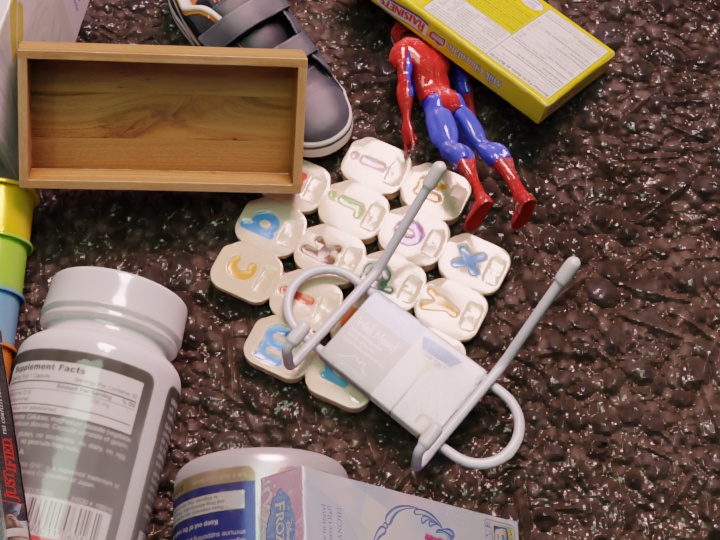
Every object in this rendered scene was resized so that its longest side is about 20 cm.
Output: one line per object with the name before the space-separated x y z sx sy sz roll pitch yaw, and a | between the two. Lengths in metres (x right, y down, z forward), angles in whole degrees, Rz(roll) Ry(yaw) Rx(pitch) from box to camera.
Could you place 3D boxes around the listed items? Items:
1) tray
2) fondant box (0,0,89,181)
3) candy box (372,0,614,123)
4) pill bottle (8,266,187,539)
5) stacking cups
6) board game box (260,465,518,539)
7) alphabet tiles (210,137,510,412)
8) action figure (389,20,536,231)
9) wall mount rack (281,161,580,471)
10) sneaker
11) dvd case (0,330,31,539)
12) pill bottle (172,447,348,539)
tray | -0.140 -0.109 1.056 0.199 0.037 0.099 1 110 -8
fondant box | -0.258 -0.181 1.088 0.058 0.144 0.201 10 67 5
candy box | 0.089 -0.197 1.141 0.200 0.026 0.102 39 51 16
pill bottle | -0.183 0.108 0.980 0.113 0.114 0.201 9 67 4
stacking cups | -0.260 0.036 1.043 0.060 0.061 0.201 -2 69 0
board game box | 0.024 0.235 0.894 0.043 0.199 0.201 -22 59 39
alphabet tiles | 0.000 0.000 1.079 0.195 0.015 0.200 24 69 10
action figure | 0.064 -0.114 1.105 0.065 0.052 0.200 -6 56 -25
wall mount rack | 0.047 0.033 1.016 0.200 0.075 0.174 37 71 14
sneaker | -0.082 -0.171 1.114 0.078 0.079 0.200 -37 69 -18
dvd case | -0.260 0.151 0.929 0.146 0.022 0.200 -46 42 23
pill bottle | -0.061 0.221 0.929 0.115 0.116 0.201 -1 66 0
